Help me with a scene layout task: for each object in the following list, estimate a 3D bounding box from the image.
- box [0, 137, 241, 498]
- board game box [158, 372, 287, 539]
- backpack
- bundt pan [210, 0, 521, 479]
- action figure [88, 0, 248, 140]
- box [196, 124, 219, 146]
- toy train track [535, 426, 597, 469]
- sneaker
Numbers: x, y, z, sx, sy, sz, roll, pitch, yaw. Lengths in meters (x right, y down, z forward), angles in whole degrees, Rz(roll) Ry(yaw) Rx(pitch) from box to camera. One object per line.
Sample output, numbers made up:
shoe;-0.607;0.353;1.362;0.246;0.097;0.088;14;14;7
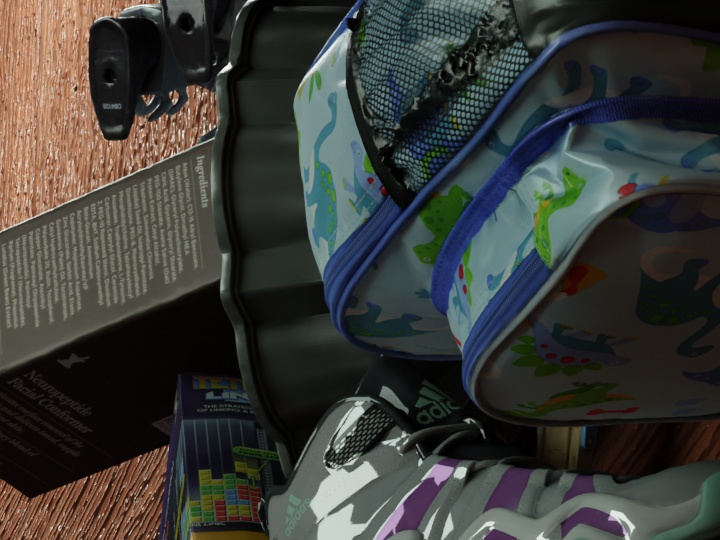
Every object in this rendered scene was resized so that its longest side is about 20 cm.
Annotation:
box;-0.086;0.018;1.197;0.199;0.100;0.075;-24;54;22
board game box;-0.054;0.163;1.130;0.165;0.056;0.201;-108;24;-69
backpack;0.078;-0.035;0.853;0.200;0.182;0.148;-44;52;54
bundt pan;0.018;-0.013;1.071;0.202;0.075;0.203;-7;-90;-69
action figure;-0.043;-0.114;1.336;0.130;0.200;0.070;-13;94;34
box;-0.060;-0.013;1.353;0.137;0.040;0.200;-64;-5;18
toy train track;0.080;0.057;0.995;0.115;0.032;0.201;10;97;55
sneaker;0.039;0.065;0.945;0.200;0.078;0.140;-27;60;27
